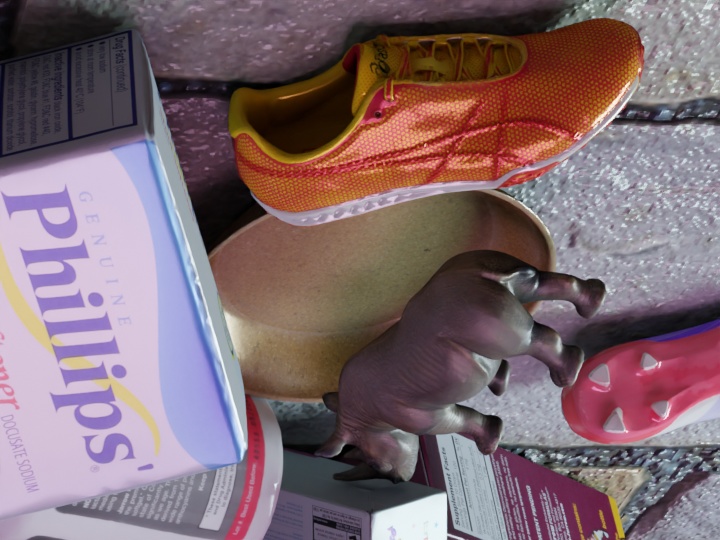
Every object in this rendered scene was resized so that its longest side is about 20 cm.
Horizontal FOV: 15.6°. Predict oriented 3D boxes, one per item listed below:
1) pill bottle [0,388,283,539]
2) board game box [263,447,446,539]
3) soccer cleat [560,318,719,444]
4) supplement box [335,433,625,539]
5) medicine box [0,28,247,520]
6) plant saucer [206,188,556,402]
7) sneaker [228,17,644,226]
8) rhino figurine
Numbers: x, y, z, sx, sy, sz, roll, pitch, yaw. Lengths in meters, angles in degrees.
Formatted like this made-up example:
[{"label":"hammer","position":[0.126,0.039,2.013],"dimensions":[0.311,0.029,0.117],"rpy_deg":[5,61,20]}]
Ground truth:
[{"label":"pill bottle","position":[-0.149,0.095,1.372],"dimensions":[0.200,0.111,0.111],"rpy_deg":[15,138,-35]},{"label":"board game box","position":[-0.025,0.210,1.463],"dimensions":[0.147,0.201,0.064],"rpy_deg":[12,-163,43]},{"label":"soccer cleat","position":[0.209,0.056,1.493],"dimensions":[0.199,0.067,0.076],"rpy_deg":[-13,178,-9]},{"label":"supplement box","position":[0.063,0.169,1.575],"dimensions":[0.110,0.086,0.200],"rpy_deg":[-34,141,29]},{"label":"medicine box","position":[-0.169,0.011,1.193],"dimensions":[0.199,0.103,0.183],"rpy_deg":[-13,122,2]},{"label":"plant saucer","position":[0.000,0.000,1.350],"dimensions":[0.199,0.036,0.200],"rpy_deg":[-9,147,-6]},{"label":"sneaker","position":[0.036,-0.077,1.219],"dimensions":[0.199,0.073,0.077],"rpy_deg":[-18,136,3]},{"label":"rhino figurine","position":[0.037,0.056,1.359],"dimensions":[0.087,0.060,0.200],"rpy_deg":[22,137,-22]}]
